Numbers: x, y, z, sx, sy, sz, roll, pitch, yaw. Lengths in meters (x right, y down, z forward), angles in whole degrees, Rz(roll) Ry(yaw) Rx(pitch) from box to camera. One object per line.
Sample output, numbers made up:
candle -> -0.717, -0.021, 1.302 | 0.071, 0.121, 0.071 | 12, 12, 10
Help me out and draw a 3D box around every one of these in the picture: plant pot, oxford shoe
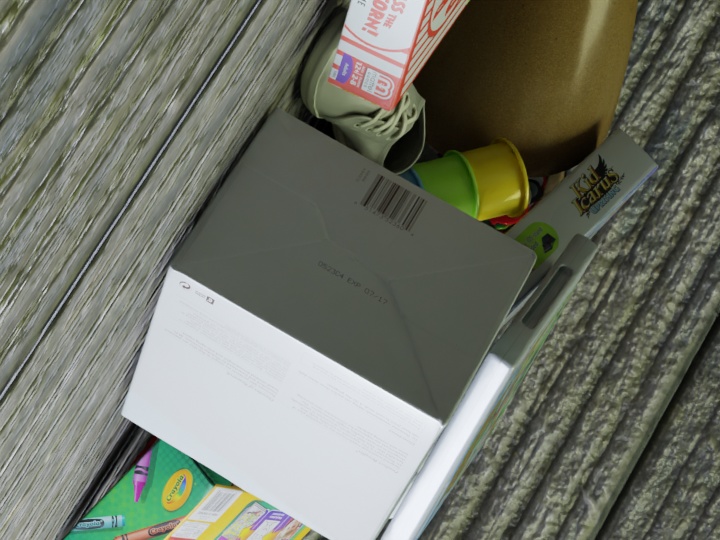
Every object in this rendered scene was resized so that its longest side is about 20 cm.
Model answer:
plant pot -> 0.127, -0.199, 1.661 | 0.187, 0.186, 0.200 | -57, 174, -37
oxford shoe -> 0.007, -0.116, 1.522 | 0.075, 0.058, 0.200 | -54, 161, -7

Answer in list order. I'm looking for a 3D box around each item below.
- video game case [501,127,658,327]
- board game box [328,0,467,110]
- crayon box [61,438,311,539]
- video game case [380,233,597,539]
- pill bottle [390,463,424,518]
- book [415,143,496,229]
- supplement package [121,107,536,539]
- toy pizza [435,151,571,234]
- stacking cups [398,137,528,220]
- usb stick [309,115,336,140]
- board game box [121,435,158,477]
video game case -> 0.118, -0.001, 1.723 | 0.181, 0.045, 0.200 | -41, 174, -29
board game box -> 0.054, -0.215, 1.414 | 0.200, 0.046, 0.152 | -56, 169, -45
crayon box -> -0.113, 0.181, 1.649 | 0.119, 0.058, 0.200 | -46, 157, 11
video game case -> 0.088, 0.089, 1.580 | 0.182, 0.022, 0.200 | -48, 168, -54
pill bottle -> 0.001, 0.076, 1.669 | 0.113, 0.113, 0.200 | -55, 136, -53
book -> 0.000, 0.000, 1.730 | 0.200, 0.134, 0.048 | -46, -141, -6
supplement package -> -0.024, 0.042, 1.456 | 0.147, 0.191, 0.200 | -58, 177, -33
toy pizza -> 0.083, -0.086, 1.989 | 0.200, 0.200, 0.032 | -58, 151, -24
stacking cups -> 0.019, -0.041, 1.612 | 0.200, 0.061, 0.061 | -17, 157, -21
usb stick -> 0.015, -0.161, 1.619 | 0.200, 0.033, 0.055 | -61, 175, 10
board game box -> -0.155, 0.174, 1.826 | 0.152, 0.046, 0.200 | -63, 175, 35
